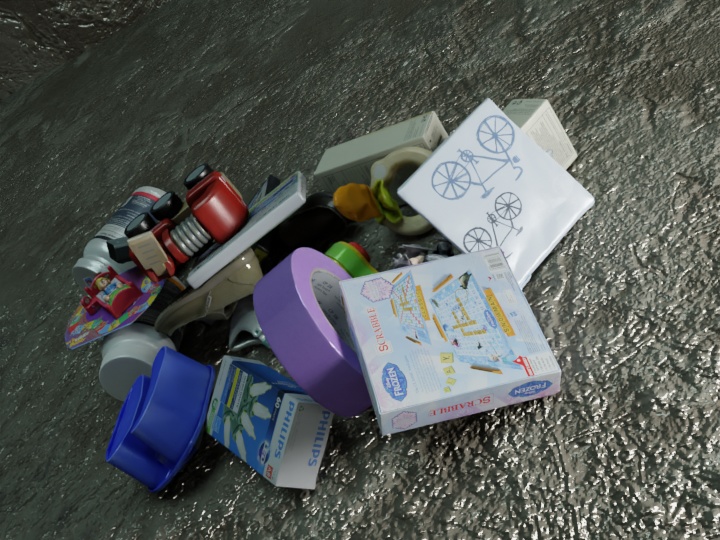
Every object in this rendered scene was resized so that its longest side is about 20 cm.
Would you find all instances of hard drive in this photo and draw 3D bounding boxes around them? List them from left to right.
[{"bbox_3d":[-0.301,-0.052,1.632,0.198,0.033,0.139,-15,9,-18],"label":"hard drive"}]

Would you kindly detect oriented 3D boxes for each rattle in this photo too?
[{"bbox_3d":[0.084,-0.120,1.406,0.198,0.143,0.132,1,74,30],"label":"rattle"}]

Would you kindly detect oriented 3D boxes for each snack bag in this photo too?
[{"bbox_3d":[0.174,-0.093,1.273,0.189,0.200,0.021,-47,-4,-19],"label":"snack bag"}]

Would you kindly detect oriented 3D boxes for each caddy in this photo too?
[{"bbox_3d":[-0.255,0.199,1.360,0.141,0.105,0.201,-47,21,28],"label":"caddy"}]

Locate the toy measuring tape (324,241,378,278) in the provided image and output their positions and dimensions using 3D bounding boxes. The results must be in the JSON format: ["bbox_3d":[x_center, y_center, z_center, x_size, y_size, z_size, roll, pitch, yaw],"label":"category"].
[{"bbox_3d":[0.000,0.000,1.408,0.074,0.074,0.199,-47,31,-18],"label":"toy measuring tape"}]

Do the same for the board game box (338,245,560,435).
[{"bbox_3d":[0.093,0.072,1.125,0.197,0.041,0.201,-12,45,-6],"label":"board game box"}]

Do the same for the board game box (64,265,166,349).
[{"bbox_3d":[-0.382,0.035,1.548,0.199,0.039,0.159,-23,33,24],"label":"board game box"}]

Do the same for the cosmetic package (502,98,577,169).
[{"bbox_3d":[0.190,-0.126,1.356,0.200,0.106,0.071,-46,30,-20],"label":"cosmetic package"}]

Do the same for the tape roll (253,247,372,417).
[{"bbox_3d":[-0.036,0.072,1.206,0.065,0.200,0.201,-39,28,18],"label":"tape roll"}]

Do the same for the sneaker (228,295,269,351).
[{"bbox_3d":[-0.111,0.067,1.437,0.199,0.075,0.089,-25,33,38],"label":"sneaker"}]

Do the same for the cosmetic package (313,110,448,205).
[{"bbox_3d":[0.042,-0.155,1.548,0.198,0.104,0.073,-14,35,31],"label":"cosmetic package"}]

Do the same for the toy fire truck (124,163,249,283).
[{"bbox_3d":[-0.250,-0.055,1.416,0.175,0.129,0.200,-38,25,4],"label":"toy fire truck"}]

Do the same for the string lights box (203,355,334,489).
[{"bbox_3d":[-0.113,0.181,1.241,0.199,0.059,0.104,19,94,56],"label":"string lights box"}]

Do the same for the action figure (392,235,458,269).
[{"bbox_3d":[0.097,0.031,1.244,0.129,0.070,0.201,8,53,3],"label":"action figure"}]

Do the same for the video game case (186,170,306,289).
[{"bbox_3d":[-0.160,-0.062,1.471,0.199,0.022,0.182,-38,13,7],"label":"video game case"}]

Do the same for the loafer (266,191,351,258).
[{"bbox_3d":[-0.089,-0.059,1.589,0.199,0.073,0.072,-22,34,41],"label":"loafer"}]

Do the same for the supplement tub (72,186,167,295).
[{"bbox_3d":[-0.395,-0.036,1.793,0.140,0.141,0.201,1,46,46],"label":"supplement tub"}]

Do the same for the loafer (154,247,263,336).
[{"bbox_3d":[-0.216,0.045,1.465,0.199,0.068,0.076,-35,10,25],"label":"loafer"}]

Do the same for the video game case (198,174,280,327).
[{"bbox_3d":[-0.191,-0.034,1.622,0.181,0.025,0.201,-49,23,30],"label":"video game case"}]

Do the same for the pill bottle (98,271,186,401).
[{"bbox_3d":[-0.332,0.100,1.565,0.116,0.117,0.201,-24,33,20],"label":"pill bottle"}]
